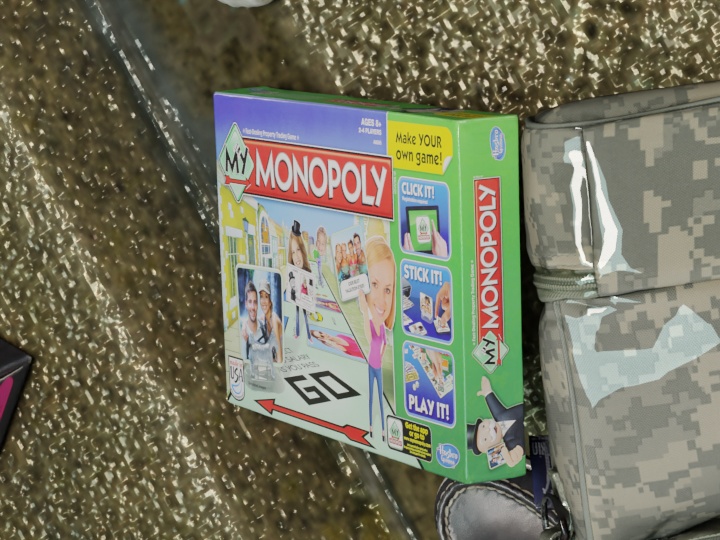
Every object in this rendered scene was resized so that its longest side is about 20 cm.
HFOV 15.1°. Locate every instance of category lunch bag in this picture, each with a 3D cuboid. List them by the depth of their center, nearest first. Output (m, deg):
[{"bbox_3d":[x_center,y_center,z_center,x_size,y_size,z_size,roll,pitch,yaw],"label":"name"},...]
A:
[{"bbox_3d":[0.154,0.014,0.984,0.198,0.139,0.169,-7,91,3],"label":"lunch bag"}]

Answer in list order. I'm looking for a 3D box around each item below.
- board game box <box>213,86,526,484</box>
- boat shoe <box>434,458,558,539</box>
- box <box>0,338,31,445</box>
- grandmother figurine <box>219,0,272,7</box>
[{"bbox_3d":[0.000,0.000,1.078,0.200,0.029,0.136,12,107,60],"label":"board game box"},{"bbox_3d":[0.096,0.158,1.098,0.074,0.060,0.200,-41,79,19],"label":"boat shoe"},{"bbox_3d":[-0.269,0.055,1.230,0.199,0.106,0.123,29,112,18],"label":"box"},{"bbox_3d":[-0.066,-0.207,1.123,0.121,0.060,0.202,-7,99,53],"label":"grandmother figurine"}]
